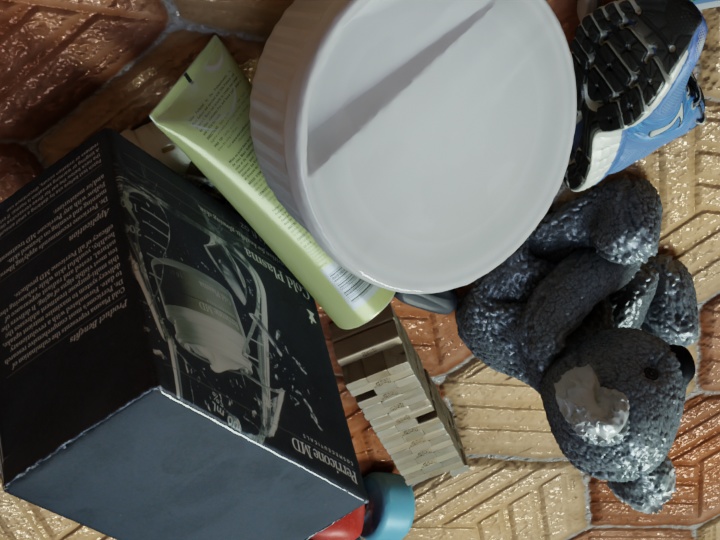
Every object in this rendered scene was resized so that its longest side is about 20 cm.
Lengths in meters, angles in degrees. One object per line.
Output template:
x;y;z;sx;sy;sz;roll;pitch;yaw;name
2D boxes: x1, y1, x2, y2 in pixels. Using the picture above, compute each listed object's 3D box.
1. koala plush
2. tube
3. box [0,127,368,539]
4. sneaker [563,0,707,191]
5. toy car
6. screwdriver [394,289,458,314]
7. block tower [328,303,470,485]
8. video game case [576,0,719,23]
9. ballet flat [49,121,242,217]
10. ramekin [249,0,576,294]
0.175;0.074;1.265;0.183;0.201;0.177;-23;143;10;koala plush
-0.051;-0.050;1.076;0.052;0.058;0.200;-33;116;12;tube
-0.116;0.056;1.030;0.124;0.197;0.200;-32;140;21;box
0.184;-0.125;1.113;0.089;0.079;0.200;-22;166;-17;sneaker
-0.050;0.279;1.451;0.184;0.201;0.177;11;136;-30;toy car
0.000;0.000;1.245;0.199;0.029;0.028;17;133;-43;screwdriver
0.033;0.106;1.379;0.058;0.054;0.200;-21;143;8;block tower
0.226;-0.237;1.032;0.181;0.022;0.200;-11;144;-6;video game case
-0.105;-0.069;1.107;0.199;0.072;0.072;7;138;-28;ballet flat
0.025;-0.095;1.021;0.201;0.094;0.203;-11;112;-30;ramekin
